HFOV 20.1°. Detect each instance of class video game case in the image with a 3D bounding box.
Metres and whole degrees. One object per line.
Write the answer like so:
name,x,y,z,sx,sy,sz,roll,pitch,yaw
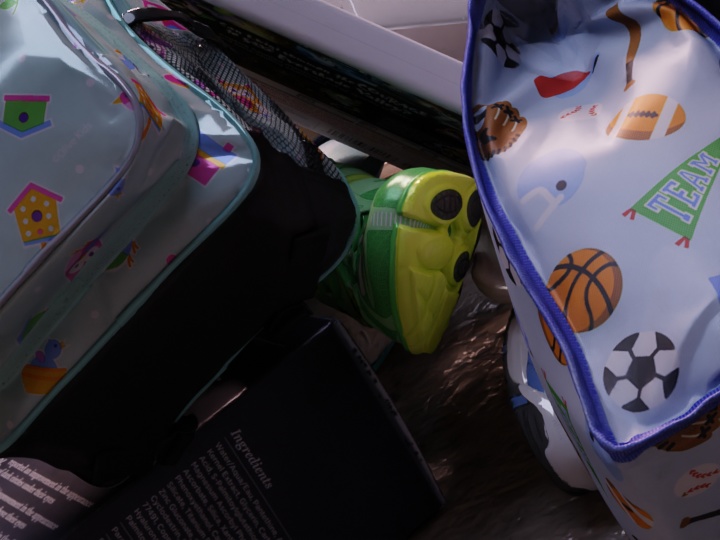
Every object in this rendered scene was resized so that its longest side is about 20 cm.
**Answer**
video game case,-0.023,-0.092,0.923,0.182,0.199,0.023,165,128,-79

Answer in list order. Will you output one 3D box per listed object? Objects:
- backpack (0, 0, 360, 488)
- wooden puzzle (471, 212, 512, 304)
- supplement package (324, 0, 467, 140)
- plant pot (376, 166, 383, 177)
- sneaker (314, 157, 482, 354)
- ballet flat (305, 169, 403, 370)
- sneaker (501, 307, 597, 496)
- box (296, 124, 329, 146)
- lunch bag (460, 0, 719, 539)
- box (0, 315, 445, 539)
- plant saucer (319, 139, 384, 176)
backpack,-0.129,-0.038,0.800,0.176,0.153,0.200,-48,52,11
wooden puzzle,0.135,-0.070,0.886,0.200,0.046,0.185,-30,10,13
supplement package,0.002,-0.181,1.141,0.117,0.201,0.117,-8,-30,-26
plant pot,-0.058,-0.090,1.235,0.134,0.201,0.200,19,42,17
sneaker,0.003,-0.007,0.868,0.200,0.083,0.074,122,167,-83
ballet flat,0.000,0.000,1.079,0.072,0.072,0.200,-9,30,44
sneaker,0.122,0.016,0.856,0.077,0.076,0.200,-20,24,38
box,-0.093,-0.003,1.083,0.200,0.032,0.121,-53,-6,35
lunch bag,0.108,-0.001,0.683,0.124,0.170,0.200,-28,50,1
box,-0.089,0.110,0.890,0.200,0.105,0.148,-38,21,-19
plant saucer,-0.057,0.000,1.073,0.200,0.027,0.200,-49,-3,-3
